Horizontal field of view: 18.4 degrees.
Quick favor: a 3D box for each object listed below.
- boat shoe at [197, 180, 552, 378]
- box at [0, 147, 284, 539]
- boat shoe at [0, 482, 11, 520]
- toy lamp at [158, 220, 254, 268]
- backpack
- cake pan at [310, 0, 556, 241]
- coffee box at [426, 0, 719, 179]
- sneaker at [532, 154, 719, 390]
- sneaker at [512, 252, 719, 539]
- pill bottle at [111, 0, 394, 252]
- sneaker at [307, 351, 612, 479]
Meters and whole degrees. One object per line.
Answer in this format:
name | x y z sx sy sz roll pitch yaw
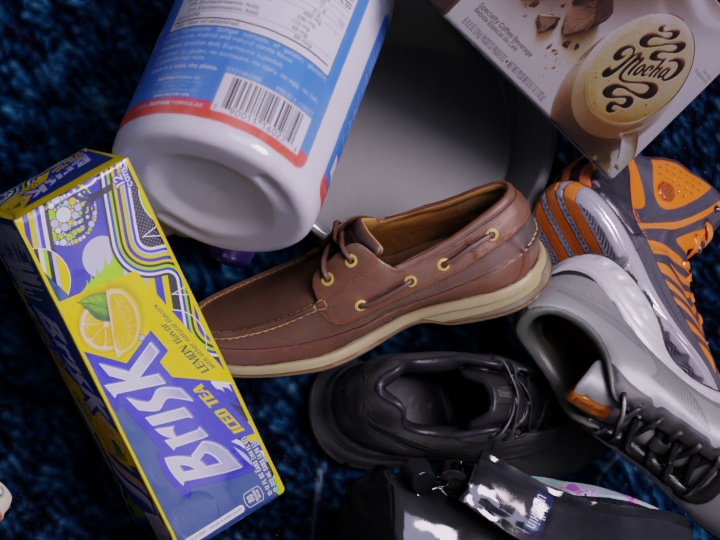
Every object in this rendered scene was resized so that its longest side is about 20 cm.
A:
boat shoe | 0.000 0.000 1.196 0.200 0.072 0.068 -16 127 2
box | -0.116 0.042 1.138 0.070 0.064 0.200 -31 111 -19
boat shoe | -0.260 0.075 1.094 0.200 0.071 0.063 43 59 -13
toy lamp | -0.155 -0.029 1.176 0.200 0.058 0.058 2 78 -28
backpack | 0.086 0.177 1.205 0.200 0.127 0.167 2 90 -28
cake pan | 0.018 -0.094 1.281 0.200 0.037 0.201 6 76 -25
coffee box | 0.111 -0.150 1.197 0.113 0.080 0.200 -44 140 6
sneaker | 0.187 0.012 1.317 0.112 0.078 0.200 -39 109 -40
sneaker | 0.156 0.082 1.206 0.200 0.074 0.079 47 37 13
pill bottle | -0.047 -0.120 1.168 0.112 0.112 0.200 30 59 -17
sneaker | 0.075 0.080 1.241 0.200 0.091 0.076 0 77 -27
